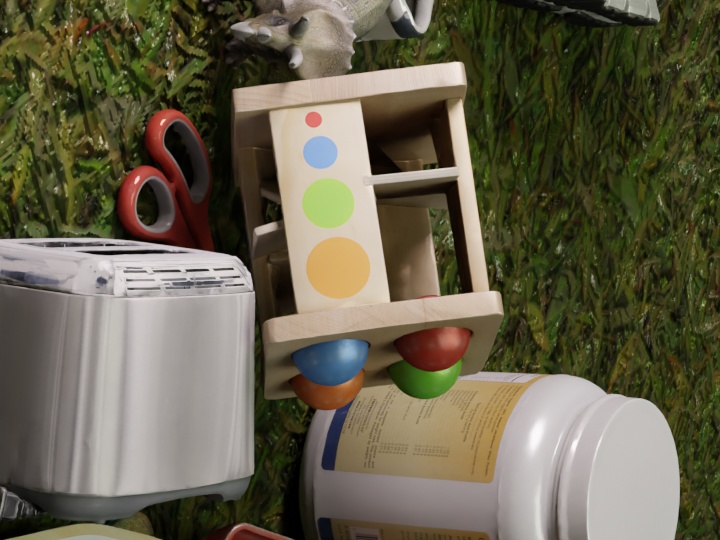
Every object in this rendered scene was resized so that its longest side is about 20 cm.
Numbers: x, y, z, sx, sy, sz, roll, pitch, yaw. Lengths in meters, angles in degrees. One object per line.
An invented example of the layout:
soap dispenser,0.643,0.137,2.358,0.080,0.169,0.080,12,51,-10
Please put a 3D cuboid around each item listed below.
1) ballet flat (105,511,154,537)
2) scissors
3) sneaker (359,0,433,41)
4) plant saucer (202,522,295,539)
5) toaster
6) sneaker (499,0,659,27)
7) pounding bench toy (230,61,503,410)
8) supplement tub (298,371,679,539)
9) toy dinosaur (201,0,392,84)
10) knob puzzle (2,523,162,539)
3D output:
ballet flat,-0.146,0.213,1.431,0.200,0.070,0.071,-54,142,-36
scissors,-0.085,-0.006,1.509,0.073,0.014,0.200,-62,145,-29
sneaker,0.034,-0.229,1.577,0.073,0.071,0.201,7,93,-60
plant saucer,-0.069,0.242,1.541,0.200,0.037,0.200,26,94,-50
toaster,-0.132,0.052,1.358,0.200,0.113,0.130,-2,98,-58
sneaker,0.138,-0.215,1.768,0.200,0.078,0.091,9,84,-65
pounding bench toy,0.000,0.000,1.479,0.200,0.124,0.157,100,-18,-74
supplement tub,0.078,0.133,1.633,0.144,0.199,0.145,-6,97,-57
toy dinosaur,-0.019,-0.152,1.484,0.200,0.102,0.077,-46,137,-41
knob puzzle,-0.131,0.216,1.382,0.219,0.030,0.221,11,70,-31
